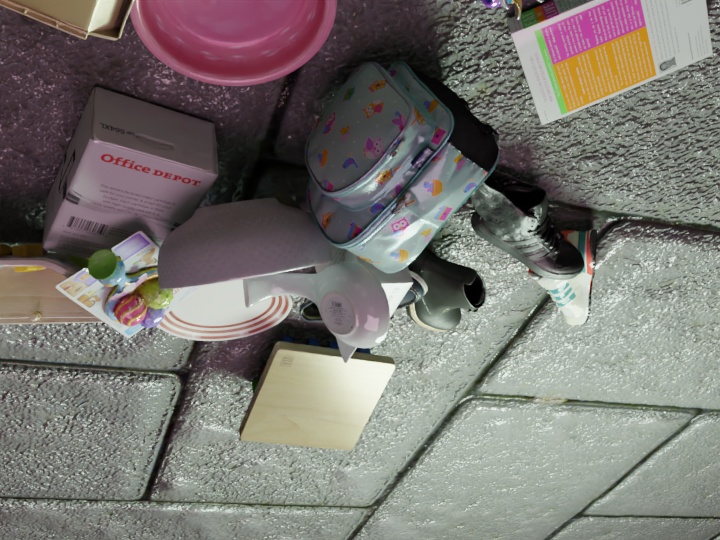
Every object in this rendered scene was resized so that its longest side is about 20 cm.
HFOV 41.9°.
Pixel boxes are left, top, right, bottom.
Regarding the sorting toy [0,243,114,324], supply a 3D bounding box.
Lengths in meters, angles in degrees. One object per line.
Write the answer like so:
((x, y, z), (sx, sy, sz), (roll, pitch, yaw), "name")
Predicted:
((-0.396, 0.011, 1.126), (0.197, 0.108, 0.180), (-1, 174, -11), "sorting toy")

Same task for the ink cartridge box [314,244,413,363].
((0.000, 0.000, 1.160), (0.066, 0.202, 0.116), (-2, 146, -25), "ink cartridge box")

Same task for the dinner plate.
((-0.196, 0.049, 1.332), (0.197, 0.025, 0.201), (-8, 150, -4), "dinner plate")

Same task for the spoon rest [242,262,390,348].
((-0.045, 0.032, 1.091), (0.198, 0.060, 0.101), (11, 113, 34), "spoon rest")

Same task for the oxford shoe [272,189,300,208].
((-0.155, -0.047, 1.205), (0.198, 0.071, 0.074), (-24, 113, 26), "oxford shoe")

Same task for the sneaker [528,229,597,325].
((0.289, 0.008, 1.357), (0.092, 0.071, 0.201), (5, 147, 12), "sneaker")

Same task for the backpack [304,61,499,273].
((0.027, -0.108, 1.010), (0.152, 0.176, 0.201), (18, 115, -36), "backpack")

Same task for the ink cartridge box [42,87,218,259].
((-0.267, -0.097, 1.082), (0.145, 0.085, 0.200), (14, 138, -28), "ink cartridge box")

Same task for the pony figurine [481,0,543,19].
((0.097, -0.316, 0.818), (0.191, 0.167, 0.202), (-3, 129, -19), "pony figurine")

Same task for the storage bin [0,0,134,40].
((-0.258, -0.315, 0.758), (0.197, 0.094, 0.200), (19, 136, -20), "storage bin")

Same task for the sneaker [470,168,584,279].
((0.218, -0.062, 1.210), (0.198, 0.060, 0.104), (27, 147, -5), "sneaker")

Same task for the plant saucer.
((-0.123, -0.268, 0.906), (0.198, 0.051, 0.201), (-5, 145, -3), "plant saucer")

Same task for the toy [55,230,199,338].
((-0.266, 0.034, 1.129), (0.115, 0.047, 0.200), (-34, 154, -3), "toy")

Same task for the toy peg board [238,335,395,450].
((-0.078, 0.177, 1.505), (0.198, 0.098, 0.200), (9, 125, -23), "toy peg board")

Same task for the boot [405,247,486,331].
((0.128, 0.044, 1.296), (0.137, 0.078, 0.200), (21, 164, 38), "boot")

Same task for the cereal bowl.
((-0.134, -0.034, 1.065), (0.197, 0.084, 0.200), (-8, -178, 0), "cereal bowl")

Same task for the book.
((0.269, -0.251, 1.009), (0.198, 0.048, 0.134), (-19, 140, 13), "book")

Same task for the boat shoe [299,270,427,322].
((-0.001, 0.038, 1.280), (0.198, 0.062, 0.075), (-2, 130, 35), "boat shoe")
